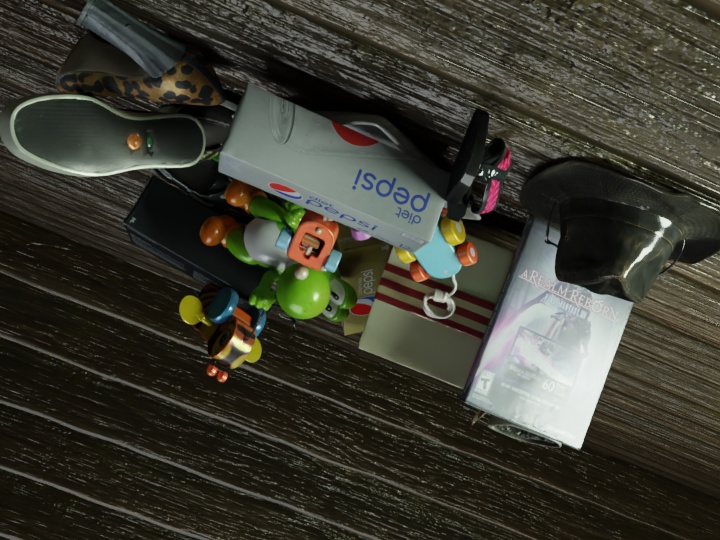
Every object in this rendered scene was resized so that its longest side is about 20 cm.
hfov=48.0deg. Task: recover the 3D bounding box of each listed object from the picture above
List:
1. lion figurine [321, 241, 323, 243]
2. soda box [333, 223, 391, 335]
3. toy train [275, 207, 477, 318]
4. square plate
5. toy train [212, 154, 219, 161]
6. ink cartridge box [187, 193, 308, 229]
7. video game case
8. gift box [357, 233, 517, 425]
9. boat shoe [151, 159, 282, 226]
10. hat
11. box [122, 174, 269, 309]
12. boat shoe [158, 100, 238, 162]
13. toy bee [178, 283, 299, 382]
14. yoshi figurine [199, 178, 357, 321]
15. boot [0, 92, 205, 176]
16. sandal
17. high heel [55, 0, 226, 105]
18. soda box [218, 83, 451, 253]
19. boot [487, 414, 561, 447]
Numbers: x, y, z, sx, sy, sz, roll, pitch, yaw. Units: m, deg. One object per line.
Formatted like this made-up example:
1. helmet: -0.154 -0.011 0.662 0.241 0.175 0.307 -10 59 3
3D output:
1. lion figurine: -0.003 -0.014 1.118 0.197 0.073 0.123 -18 148 7
2. soda box: 0.000 0.000 1.009 0.063 0.068 0.201 -12 148 -6
3. toy train: 0.020 -0.033 0.824 0.198 0.056 0.151 21 134 -1
4. square plate: 0.000 -0.112 0.815 0.196 0.029 0.199 13 166 40
5. toy train: -0.088 -0.108 0.977 0.198 0.042 0.056 25 179 -18
6. ink cartridge box: -0.183 -0.095 1.138 0.198 0.068 0.116 24 168 -14
7. video game case: 0.199 0.064 0.827 0.141 0.202 0.019 23 176 -15
8. gift box: 0.113 0.057 0.935 0.184 0.203 0.184 19 -175 9
9. boat shoe: -0.188 -0.114 1.039 0.198 0.077 0.060 23 175 -15
10. hat: 0.219 -0.017 0.714 0.198 0.082 0.201 21 169 4
11. box: -0.208 -0.031 1.083 0.198 0.080 0.141 31 170 -7
12. boat shoe: -0.182 -0.149 0.893 0.071 0.061 0.200 27 168 -29
13. toy bee: -0.173 0.078 1.016 0.130 0.110 0.200 33 167 -13
14. yoshi figurine: -0.093 -0.014 0.916 0.199 0.112 0.113 39 149 16
15. boot: -0.273 -0.131 0.794 0.143 0.074 0.198 10 -171 42
16. sandal: 0.101 -0.079 0.675 0.045 0.076 0.200 21 177 7
17. high heel: -0.215 -0.175 0.784 0.142 0.072 0.199 31 158 -18
18. soda box: -0.023 -0.087 0.717 0.198 0.069 0.063 23 168 -7
19. boot: 0.209 0.114 1.054 0.180 0.202 0.072 11 165 43
